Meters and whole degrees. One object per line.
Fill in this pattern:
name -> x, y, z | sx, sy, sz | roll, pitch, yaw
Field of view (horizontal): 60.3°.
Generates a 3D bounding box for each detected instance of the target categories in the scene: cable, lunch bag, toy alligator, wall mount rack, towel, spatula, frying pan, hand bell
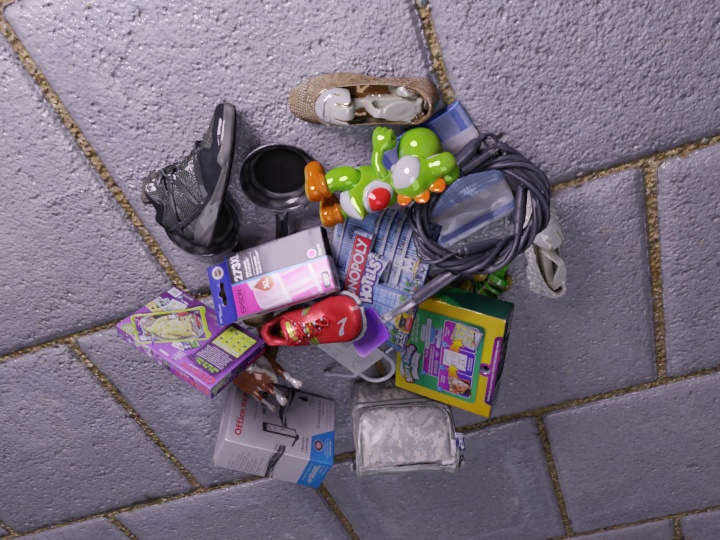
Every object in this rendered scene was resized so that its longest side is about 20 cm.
cable -> 0.160, -0.077, 0.852 | 0.163, 0.051, 0.200 | 45, 93, -3
lunch bag -> 0.081, 0.295, 1.129 | 0.198, 0.168, 0.140 | -3, 128, 1
toy alligator -> 0.190, 0.052, 1.015 | 0.059, 0.054, 0.200 | 23, 124, -18
wall mount rack -> -0.039, 0.128, 1.062 | 0.173, 0.075, 0.200 | -38, 119, 20
towel -> 0.125, -0.128, 0.896 | 0.146, 0.024, 0.200 | -28, 123, 18
spatula -> 0.064, 0.050, 0.888 | 0.199, 0.021, 0.057 | -36, 77, 12
frying pan -> -0.100, -0.106, 0.892 | 0.114, 0.031, 0.191 | -16, 134, 9
frying pan -> -0.200, -0.062, 0.926 | 0.189, 0.031, 0.115 | 17, 120, -11
hand bell -> -0.166, 0.092, 1.033 | 0.103, 0.105, 0.201 | -3, 139, 1

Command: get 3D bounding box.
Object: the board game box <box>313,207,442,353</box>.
board game box -> 0.000, 0.000, 0.937 | 0.199, 0.062, 0.201 | 18, 120, 9

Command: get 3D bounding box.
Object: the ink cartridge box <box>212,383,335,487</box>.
ink cartridge box -> -0.153, 0.295, 1.136 | 0.199, 0.146, 0.085 | 18, 127, -15

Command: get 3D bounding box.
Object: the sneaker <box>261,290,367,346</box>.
sneaker -> -0.072, 0.084, 0.904 | 0.199, 0.085, 0.078 | -18, 92, 45

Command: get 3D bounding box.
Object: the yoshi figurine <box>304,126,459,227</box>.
yoshi figurine -> 0.031, -0.133, 0.831 | 0.199, 0.112, 0.113 | -12, 95, 15

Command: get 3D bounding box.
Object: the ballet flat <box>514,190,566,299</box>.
ballet flat -> 0.284, -0.036, 0.941 | 0.071, 0.072, 0.201 | -15, 128, 10

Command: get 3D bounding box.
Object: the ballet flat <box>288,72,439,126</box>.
ballet flat -> 0.004, -0.216, 0.797 | 0.198, 0.065, 0.071 | -5, 125, 2

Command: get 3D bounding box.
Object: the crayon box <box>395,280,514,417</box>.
crayon box -> 0.148, 0.125, 1.016 | 0.172, 0.058, 0.201 | 16, 124, 22

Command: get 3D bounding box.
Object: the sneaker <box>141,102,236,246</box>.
sneaker -> -0.231, -0.137, 0.834 | 0.113, 0.076, 0.200 | 16, 115, -14

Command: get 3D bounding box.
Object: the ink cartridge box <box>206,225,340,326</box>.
ink cartridge box -> -0.134, 0.010, 0.904 | 0.199, 0.095, 0.037 | -17, 169, 13

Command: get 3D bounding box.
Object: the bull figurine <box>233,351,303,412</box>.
bull figurine -> -0.168, 0.177, 1.049 | 0.121, 0.065, 0.200 | 41, 158, -3

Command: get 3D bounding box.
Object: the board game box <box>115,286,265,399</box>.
board game box -> -0.258, 0.104, 0.947 | 0.199, 0.120, 0.032 | 27, 130, 23
